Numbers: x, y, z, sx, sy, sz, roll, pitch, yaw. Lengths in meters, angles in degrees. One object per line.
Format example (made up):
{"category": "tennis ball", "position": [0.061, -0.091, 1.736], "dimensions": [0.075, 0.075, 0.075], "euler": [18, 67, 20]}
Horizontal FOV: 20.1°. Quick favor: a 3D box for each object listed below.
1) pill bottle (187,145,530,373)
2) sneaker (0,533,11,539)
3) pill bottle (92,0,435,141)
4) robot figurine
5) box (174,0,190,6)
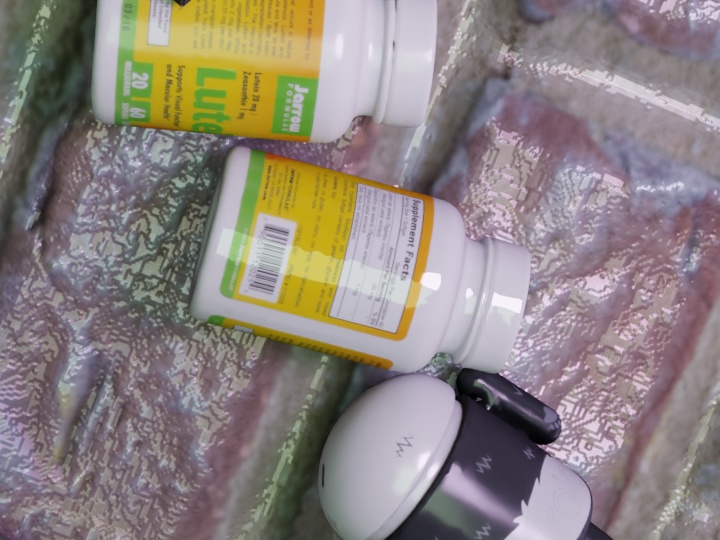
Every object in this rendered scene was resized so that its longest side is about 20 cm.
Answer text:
{"category": "pill bottle", "position": [0.000, 0.000, 1.266], "dimensions": [0.198, 0.111, 0.112], "euler": [15, 100, -7]}
{"category": "sneaker", "position": [-0.310, 0.202, 1.291], "dimensions": [0.198, 0.098, 0.072], "euler": [1, 99, -5]}
{"category": "pill bottle", "position": [-0.058, -0.137, 1.227], "dimensions": [0.198, 0.111, 0.112], "euler": [5, 101, -5]}
{"category": "robot figurine", "position": [0.066, 0.153, 1.297], "dimensions": [0.199, 0.151, 0.125], "euler": [35, 119, -10]}
{"category": "box", "position": [-0.121, -0.273, 1.177], "dimensions": [0.200, 0.048, 0.158], "euler": [41, 71, 8]}
